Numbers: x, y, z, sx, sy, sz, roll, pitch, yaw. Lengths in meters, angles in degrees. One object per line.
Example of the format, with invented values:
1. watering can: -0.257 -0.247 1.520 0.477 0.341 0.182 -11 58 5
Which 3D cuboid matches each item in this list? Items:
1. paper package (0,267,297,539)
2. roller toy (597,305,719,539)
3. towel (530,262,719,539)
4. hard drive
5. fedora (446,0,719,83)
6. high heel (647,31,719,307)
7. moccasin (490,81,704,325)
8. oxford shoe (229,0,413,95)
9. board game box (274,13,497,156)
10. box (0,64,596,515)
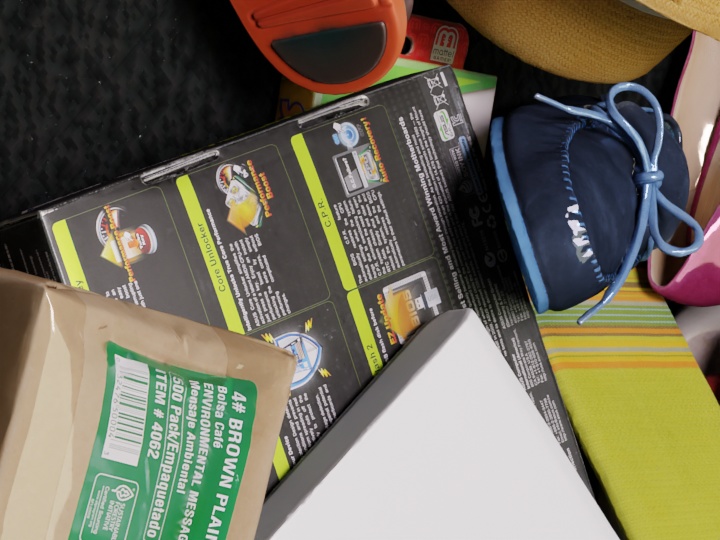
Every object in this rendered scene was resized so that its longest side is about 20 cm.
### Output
1. paper package: -0.132 0.098 0.831 0.103 0.190 0.201 18 85 -45
2. roller toy: 0.204 0.099 1.186 0.199 0.139 0.184 -30 117 -35
3. towel: 0.112 0.064 1.086 0.086 0.018 0.201 1 52 -40
4. hard drive: 0.047 0.133 0.958 0.132 0.026 0.201 -46 113 -33
5. fedora: 0.076 -0.132 1.035 0.200 0.201 0.082 4 135 -44
6. high heel: 0.150 -0.087 1.144 0.096 0.067 0.202 -10 106 -48
7. moccasin: 0.089 -0.039 1.032 0.200 0.068 0.081 -68 144 -72
8. oxford shoe: -0.041 -0.160 0.968 0.201 0.071 0.073 64 24 -23
9. board game box: 0.000 0.000 1.053 0.095 0.030 0.202 7 91 -44
10. box: -0.015 0.048 0.967 0.192 0.047 0.201 -23 96 -36
